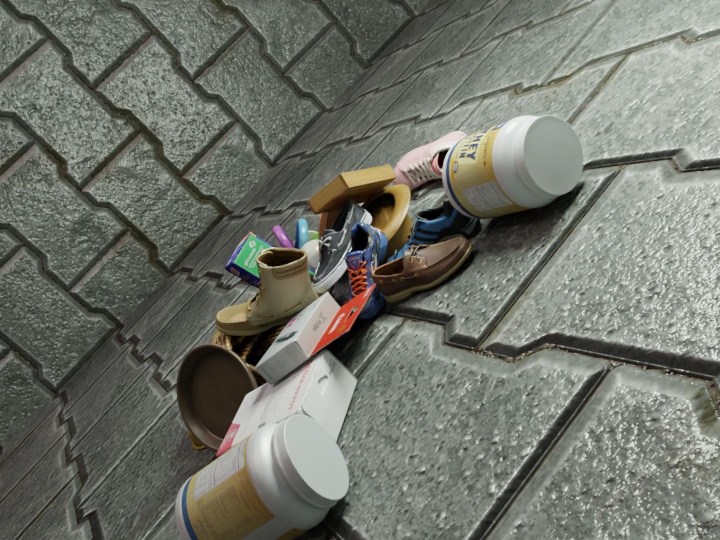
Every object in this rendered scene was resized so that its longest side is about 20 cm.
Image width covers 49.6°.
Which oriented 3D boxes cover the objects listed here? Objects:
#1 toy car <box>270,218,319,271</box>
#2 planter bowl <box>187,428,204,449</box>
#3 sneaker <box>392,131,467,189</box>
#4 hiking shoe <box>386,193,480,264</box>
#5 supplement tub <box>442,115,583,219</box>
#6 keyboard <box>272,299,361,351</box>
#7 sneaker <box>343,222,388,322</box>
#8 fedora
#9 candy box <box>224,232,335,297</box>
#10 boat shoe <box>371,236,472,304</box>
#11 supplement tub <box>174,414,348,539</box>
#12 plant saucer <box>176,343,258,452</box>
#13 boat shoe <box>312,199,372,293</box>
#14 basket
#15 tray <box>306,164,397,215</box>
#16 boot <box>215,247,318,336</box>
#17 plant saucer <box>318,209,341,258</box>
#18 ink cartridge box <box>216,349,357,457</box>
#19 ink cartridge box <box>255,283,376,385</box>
[{"bbox_3d":[-0.163,-0.036,1.812,0.200,0.150,0.175,-43,18,2],"label":"toy car"},{"bbox_3d":[-0.295,0.253,1.567,0.200,0.083,0.200,-39,18,15],"label":"planter bowl"},{"bbox_3d":[0.144,-0.228,1.697,0.200,0.075,0.105,-30,17,26],"label":"sneaker"},{"bbox_3d":[0.116,-0.068,1.390,0.200,0.087,0.074,-35,20,26],"label":"hiking shoe"},{"bbox_3d":[0.240,-0.164,1.245,0.144,0.144,0.200,-52,20,-23],"label":"supplement tub"},{"bbox_3d":[-0.086,0.122,1.421,0.200,0.021,0.127,-40,38,-23],"label":"keyboard"},{"bbox_3d":[0.000,0.000,1.416,0.075,0.078,0.200,-16,57,27],"label":"sneaker"},{"bbox_3d":[0.049,-0.082,1.572,0.200,0.082,0.201,-36,29,23],"label":"fedora"},{"bbox_3d":[-0.168,0.011,1.586,0.077,0.200,0.169,-62,12,-10],"label":"candy box"},{"bbox_3d":[0.100,-0.008,1.322,0.200,0.068,0.072,-29,23,37],"label":"boat shoe"},{"bbox_3d":[-0.129,0.293,1.024,0.200,0.145,0.145,-37,19,19],"label":"supplement tub"},{"bbox_3d":[-0.253,0.229,1.407,0.200,0.200,0.029,-32,-12,33],"label":"plant saucer"},{"bbox_3d":[-0.049,-0.051,1.504,0.072,0.068,0.200,-5,49,55],"label":"boat shoe"},{"bbox_3d":[-0.187,0.136,1.489,0.149,0.143,0.200,-30,21,34],"label":"basket"},{"bbox_3d":[-0.013,-0.164,1.570,0.099,0.037,0.200,-36,-8,32],"label":"tray"},{"bbox_3d":[-0.179,0.038,1.410,0.199,0.156,0.073,-8,41,3],"label":"boot"},{"bbox_3d":[-0.048,-0.087,1.671,0.032,0.201,0.200,5,36,12],"label":"plant saucer"},{"bbox_3d":[-0.114,0.230,1.227,0.200,0.085,0.146,-34,20,33],"label":"ink cartridge box"},{"bbox_3d":[-0.071,0.089,1.297,0.173,0.044,0.200,-37,8,24],"label":"ink cartridge box"}]
